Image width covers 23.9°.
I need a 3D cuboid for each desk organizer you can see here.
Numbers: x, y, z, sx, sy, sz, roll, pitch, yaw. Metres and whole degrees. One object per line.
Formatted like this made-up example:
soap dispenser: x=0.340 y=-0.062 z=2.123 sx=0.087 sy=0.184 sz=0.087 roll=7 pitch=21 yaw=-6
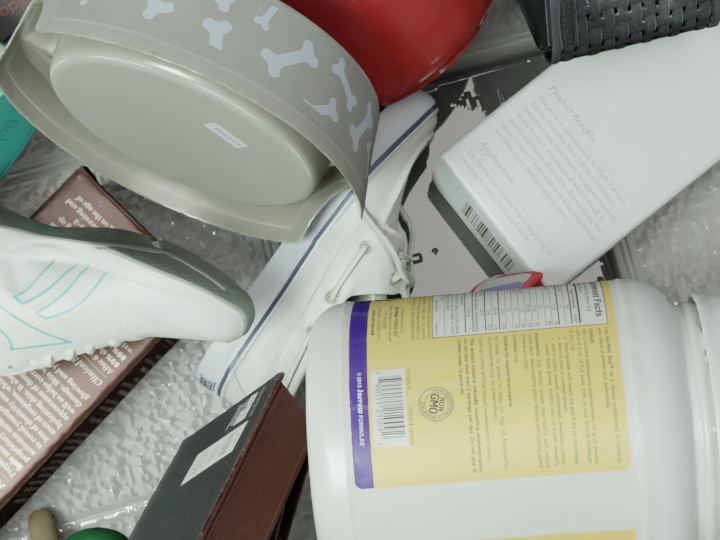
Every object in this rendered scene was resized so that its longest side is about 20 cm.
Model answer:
desk organizer: x=-0.060 y=0.139 z=0.758 sx=0.072 sy=0.200 sz=0.077 roll=-35 pitch=104 yaw=26

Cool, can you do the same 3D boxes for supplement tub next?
supplement tub: x=0.080 y=0.080 z=0.803 sx=0.198 sy=0.145 sz=0.147 roll=-5 pitch=83 yaw=5

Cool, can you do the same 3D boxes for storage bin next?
storage bin: x=0.114 y=-0.219 z=0.892 sx=0.093 sy=0.136 sz=0.201 roll=-12 pitch=44 yaw=-1

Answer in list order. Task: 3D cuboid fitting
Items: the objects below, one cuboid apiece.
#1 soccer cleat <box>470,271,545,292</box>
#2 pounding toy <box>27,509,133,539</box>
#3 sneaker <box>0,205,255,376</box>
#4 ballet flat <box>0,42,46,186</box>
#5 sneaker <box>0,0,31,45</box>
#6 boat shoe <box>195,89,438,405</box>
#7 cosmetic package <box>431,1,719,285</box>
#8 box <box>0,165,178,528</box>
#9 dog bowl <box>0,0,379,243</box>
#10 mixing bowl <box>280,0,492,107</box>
soccer cleat: x=0.132 y=0.077 z=0.906 sx=0.200 sy=0.076 sz=0.067 roll=43 pitch=58 yaw=-9
pounding toy: x=-0.112 y=0.200 z=0.838 sx=0.142 sy=0.184 sz=0.201 roll=-37 pitch=87 yaw=27
sneaker: x=-0.153 y=0.016 z=0.872 sx=0.199 sy=0.070 sz=0.081 roll=12 pitch=98 yaw=4
ballet flat: x=-0.237 y=-0.044 z=0.932 sx=0.069 sy=0.069 sz=0.200 roll=37 pitch=110 yaw=4
sneaker: x=-0.247 y=-0.124 z=0.943 sx=0.200 sy=0.085 sz=0.075 roll=-39 pitch=85 yaw=-4
boat shoe: x=-0.001 y=0.000 z=0.936 sx=0.086 sy=0.075 sz=0.203 roll=35 pitch=87 yaw=4
cosmetic package: x=0.146 y=-0.081 z=0.948 sx=0.200 sy=0.074 sz=0.102 roll=-37 pitch=86 yaw=-6
box: x=-0.182 y=0.052 z=0.930 sx=0.100 sy=0.075 sz=0.200 roll=44 pitch=83 yaw=4
dog bowl: x=-0.080 y=-0.085 z=0.843 sx=0.199 sy=0.200 sz=0.059 roll=21 pitch=73 yaw=2
mixing bowl: x=0.000 y=-0.159 z=0.914 sx=0.200 sy=0.200 sz=0.108 roll=-44 pitch=119 yaw=-5
